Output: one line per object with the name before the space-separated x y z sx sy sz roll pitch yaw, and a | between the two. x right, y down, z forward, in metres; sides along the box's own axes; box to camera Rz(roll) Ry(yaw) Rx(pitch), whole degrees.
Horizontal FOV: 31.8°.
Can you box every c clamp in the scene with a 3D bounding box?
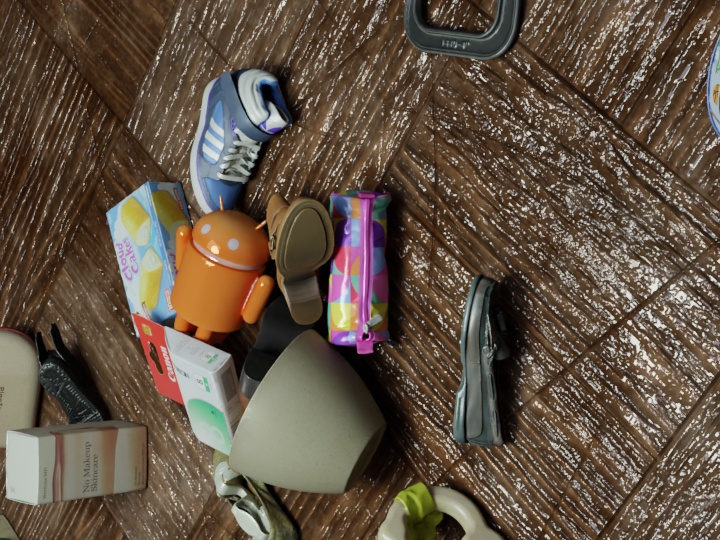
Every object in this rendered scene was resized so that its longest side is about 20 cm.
c clamp | 0.131 -0.337 1.501 0.198 0.027 0.174 8 101 41

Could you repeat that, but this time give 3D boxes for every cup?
cup | -0.052 0.197 1.581 0.142 0.200 0.202 30 112 13

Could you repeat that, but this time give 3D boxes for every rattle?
rattle | 0.113 0.355 1.496 0.198 0.130 0.145 24 120 12

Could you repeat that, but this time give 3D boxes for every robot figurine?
robot figurine | -0.194 0.003 1.738 0.202 0.115 0.144 -68 29 20

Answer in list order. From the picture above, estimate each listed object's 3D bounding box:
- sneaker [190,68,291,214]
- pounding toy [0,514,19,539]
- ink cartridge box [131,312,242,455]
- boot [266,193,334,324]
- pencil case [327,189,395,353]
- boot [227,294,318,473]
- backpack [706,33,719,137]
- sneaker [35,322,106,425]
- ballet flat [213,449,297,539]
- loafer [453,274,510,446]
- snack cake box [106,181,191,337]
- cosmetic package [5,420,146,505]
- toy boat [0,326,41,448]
sneaker | -0.158 -0.175 1.727 0.145 0.080 0.204 2 86 46
pounding toy | -0.657 0.511 2.153 0.184 0.141 0.202 44 119 32
ink cartridge box | -0.248 0.159 1.775 0.198 0.050 0.163 18 135 33
boot | -0.082 -0.051 1.612 0.202 0.075 0.156 84 171 -45
pencil case | 0.000 0.000 1.584 0.087 0.088 0.204 -1 90 42
boot | -0.114 0.148 1.687 0.067 0.190 0.202 17 136 4
backpack | 0.413 -0.169 1.166 0.190 0.152 0.203 35 116 48
sneaker | -0.458 0.187 2.019 0.059 0.104 0.201 -30 104 4
ballet flat | -0.161 0.313 1.747 0.200 0.070 0.071 48 120 31
loafer | 0.151 0.107 1.468 0.062 0.072 0.203 10 105 22
snack cake box | -0.298 -0.016 1.868 0.114 0.067 0.203 -29 72 38
cosmetic package | -0.423 0.286 1.896 0.086 0.198 0.105 1 92 43
toy boat | -0.610 0.192 2.140 0.131 0.128 0.203 -143 62 -68
